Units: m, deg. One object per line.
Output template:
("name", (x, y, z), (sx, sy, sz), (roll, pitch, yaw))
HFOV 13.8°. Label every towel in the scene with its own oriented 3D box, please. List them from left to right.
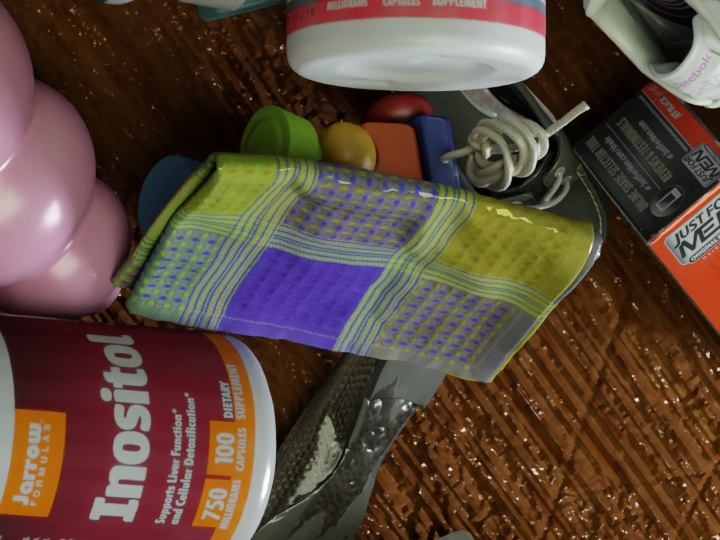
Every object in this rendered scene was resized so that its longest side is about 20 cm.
("towel", (0.000, 0.000, 1.373), (0.199, 0.023, 0.144), (13, 147, -22))

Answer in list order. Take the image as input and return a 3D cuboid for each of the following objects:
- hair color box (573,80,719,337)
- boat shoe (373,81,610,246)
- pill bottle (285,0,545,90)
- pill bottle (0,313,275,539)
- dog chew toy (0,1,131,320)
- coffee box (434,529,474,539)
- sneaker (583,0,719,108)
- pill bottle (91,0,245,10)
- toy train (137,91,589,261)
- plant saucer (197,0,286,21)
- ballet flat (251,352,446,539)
("hair color box", (0.196, 0.005, 1.491), (0.061, 0.102, 0.200), (-39, 127, 6))
("boat shoe", (0.060, -0.067, 1.467), (0.067, 0.057, 0.200), (-41, 115, 3))
("pill bottle", (0.025, -0.189, 1.350), (0.119, 0.120, 0.202), (2, 84, -16))
("pill bottle", (-0.148, 0.078, 1.370), (0.199, 0.113, 0.114), (5, 110, -30))
("dog chew toy", (-0.181, -0.050, 1.379), (0.124, 0.125, 0.200), (-41, 124, 3))
("coffee box", (0.021, 0.290, 1.505), (0.197, 0.200, 0.201), (-21, 122, -7))
("sneaker", (0.185, -0.096, 1.449), (0.199, 0.100, 0.075), (33, 123, -7))
("pill bottle", (-0.142, -0.183, 1.329), (0.199, 0.114, 0.115), (11, 107, -15))
("toy train", (-0.004, -0.051, 1.381), (0.115, 0.085, 0.200), (14, 147, -41))
("plant saucer", (-0.058, -0.217, 1.399), (0.069, 0.019, 0.201), (-14, 115, -10))
("ballet flat", (-0.020, 0.096, 1.521), (0.067, 0.046, 0.201), (16, 113, -43))
